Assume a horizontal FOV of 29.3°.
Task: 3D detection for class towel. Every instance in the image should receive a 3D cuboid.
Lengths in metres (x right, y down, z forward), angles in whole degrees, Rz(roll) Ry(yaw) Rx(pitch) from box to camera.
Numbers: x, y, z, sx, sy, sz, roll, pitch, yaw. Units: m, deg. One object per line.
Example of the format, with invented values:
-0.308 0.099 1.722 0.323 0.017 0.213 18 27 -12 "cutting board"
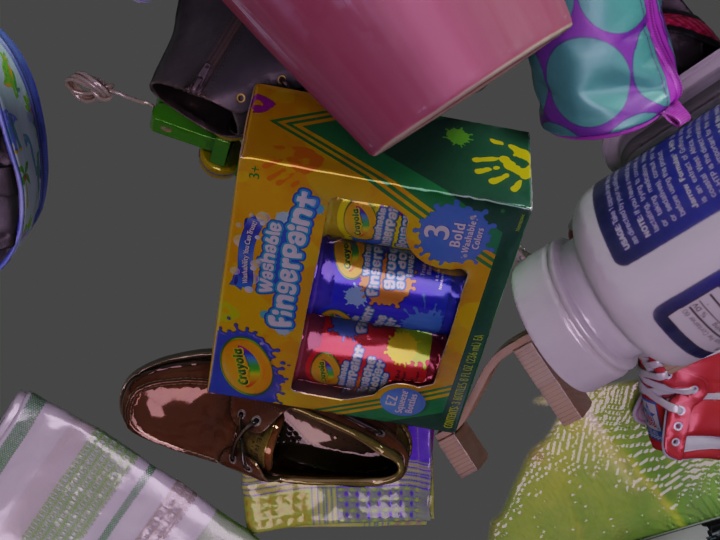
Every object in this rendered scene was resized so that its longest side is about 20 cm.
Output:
-0.017 0.090 0.955 0.143 0.023 0.201 -1 107 -2 "towel"
-0.190 0.193 0.968 0.199 0.031 0.150 33 104 -5 "towel"

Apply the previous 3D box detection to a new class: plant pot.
0.011 -0.168 0.720 0.199 0.200 0.180 -32 93 8 "plant pot"

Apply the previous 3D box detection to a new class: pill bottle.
0.191 -0.016 0.790 0.199 0.120 0.120 -33 106 25 "pill bottle"

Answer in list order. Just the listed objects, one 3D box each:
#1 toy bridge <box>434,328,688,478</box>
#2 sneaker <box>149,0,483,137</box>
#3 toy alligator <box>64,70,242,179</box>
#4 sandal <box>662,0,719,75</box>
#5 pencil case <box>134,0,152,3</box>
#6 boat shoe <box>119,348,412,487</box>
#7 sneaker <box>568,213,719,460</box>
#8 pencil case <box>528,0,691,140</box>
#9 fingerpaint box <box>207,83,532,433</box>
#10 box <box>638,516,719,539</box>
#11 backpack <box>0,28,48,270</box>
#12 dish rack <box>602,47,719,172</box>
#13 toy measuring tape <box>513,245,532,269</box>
0.127 0.069 0.912 0.200 0.027 0.067 -33 92 33 "toy bridge"
-0.023 -0.118 0.838 0.199 0.075 0.107 17 70 6 "sneaker"
-0.088 -0.098 0.885 0.199 0.059 0.054 25 60 -2 "toy alligator"
0.203 -0.131 0.883 0.199 0.045 0.075 33 103 -11 "sandal"
-0.102 -0.257 0.816 0.091 0.083 0.200 43 102 11 "pencil case"
-0.063 0.100 0.910 0.199 0.068 0.072 6 109 -3 "boat shoe"
0.197 0.052 0.926 0.199 0.071 0.113 35 100 -13 "sneaker"
0.132 -0.179 0.774 0.092 0.085 0.201 3 115 33 "pencil case"
0.000 0.000 0.837 0.166 0.074 0.201 10 133 -4 "fingerpaint box"
0.291 0.233 0.989 0.199 0.060 0.117 -18 107 3 "box"
-0.292 -0.072 0.832 0.199 0.147 0.184 -8 106 5 "backpack"
0.270 -0.054 0.864 0.171 0.044 0.200 -34 121 29 "dish rack"
0.077 -0.044 0.891 0.199 0.074 0.074 26 104 -7 "toy measuring tape"
